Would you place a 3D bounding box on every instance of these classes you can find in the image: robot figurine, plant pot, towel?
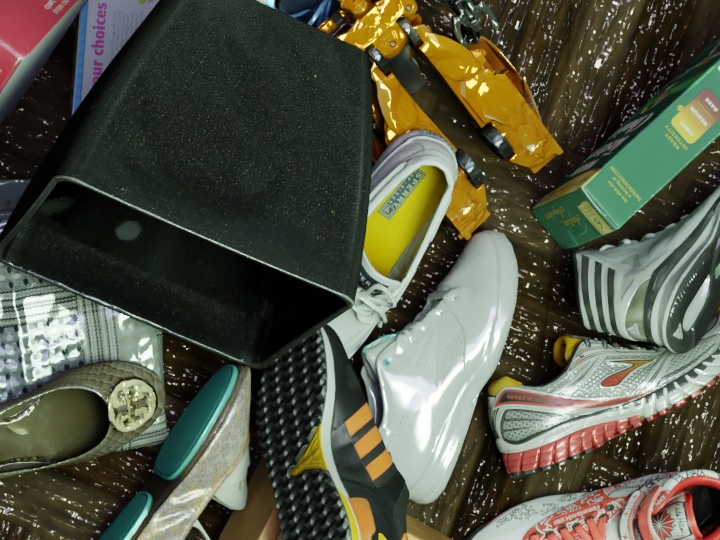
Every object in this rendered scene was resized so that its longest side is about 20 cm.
[{"bbox_3d":[0.044,-0.126,1.721,0.145,0.058,0.200,-42,112,-4],"label":"robot figurine"},{"bbox_3d":[-0.100,-0.072,1.586,0.200,0.199,0.178,22,69,-14],"label":"plant pot"},{"bbox_3d":[-0.226,0.034,1.661,0.192,0.035,0.201,-6,100,-14],"label":"towel"}]

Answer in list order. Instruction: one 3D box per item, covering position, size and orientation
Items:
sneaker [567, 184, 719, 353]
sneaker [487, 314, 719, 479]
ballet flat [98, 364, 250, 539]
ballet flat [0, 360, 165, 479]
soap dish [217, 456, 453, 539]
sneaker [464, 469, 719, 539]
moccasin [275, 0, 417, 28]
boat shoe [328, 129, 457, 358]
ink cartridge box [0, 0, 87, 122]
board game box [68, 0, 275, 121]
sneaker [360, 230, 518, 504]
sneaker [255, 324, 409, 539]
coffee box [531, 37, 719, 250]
[{"bbox_3d":[0.217,-0.020,1.773,0.201,0.115,0.076,-47,136,-43],"label":"sneaker"},{"bbox_3d":[0.182,0.074,1.752,0.200,0.078,0.082,-23,86,-15],"label":"sneaker"},{"bbox_3d":[-0.119,0.158,1.679,0.067,0.068,0.200,36,89,-22],"label":"ballet flat"},{"bbox_3d":[-0.224,0.109,1.640,0.199,0.046,0.068,-13,105,-15],"label":"ballet flat"},{"bbox_3d":[-0.036,0.239,1.680,0.157,0.081,0.200,30,76,-8],"label":"soap dish"},{"bbox_3d":[0.168,0.184,1.719,0.201,0.108,0.067,-15,87,-14],"label":"sneaker"},{"bbox_3d":[-0.049,-0.198,1.737,0.200,0.068,0.081,19,79,-10],"label":"moccasin"},{"bbox_3d":[0.004,0.002,1.680,0.075,0.086,0.202,33,105,-13],"label":"boat shoe"},{"bbox_3d":[-0.305,-0.178,1.608,0.200,0.145,0.145,37,34,-5],"label":"ink cartridge box"},{"bbox_3d":[-0.132,-0.121,1.692,0.134,0.034,0.201,4,101,-10],"label":"board game box"},{"bbox_3d":[0.045,0.057,1.722,0.088,0.075,0.200,22,80,-14],"label":"sneaker"},{"bbox_3d":[-0.010,0.129,1.640,0.090,0.070,0.200,24,43,-39],"label":"sneaker"},{"bbox_3d":[0.220,-0.099,1.760,0.200,0.123,0.044,-42,95,-13],"label":"coffee box"}]
